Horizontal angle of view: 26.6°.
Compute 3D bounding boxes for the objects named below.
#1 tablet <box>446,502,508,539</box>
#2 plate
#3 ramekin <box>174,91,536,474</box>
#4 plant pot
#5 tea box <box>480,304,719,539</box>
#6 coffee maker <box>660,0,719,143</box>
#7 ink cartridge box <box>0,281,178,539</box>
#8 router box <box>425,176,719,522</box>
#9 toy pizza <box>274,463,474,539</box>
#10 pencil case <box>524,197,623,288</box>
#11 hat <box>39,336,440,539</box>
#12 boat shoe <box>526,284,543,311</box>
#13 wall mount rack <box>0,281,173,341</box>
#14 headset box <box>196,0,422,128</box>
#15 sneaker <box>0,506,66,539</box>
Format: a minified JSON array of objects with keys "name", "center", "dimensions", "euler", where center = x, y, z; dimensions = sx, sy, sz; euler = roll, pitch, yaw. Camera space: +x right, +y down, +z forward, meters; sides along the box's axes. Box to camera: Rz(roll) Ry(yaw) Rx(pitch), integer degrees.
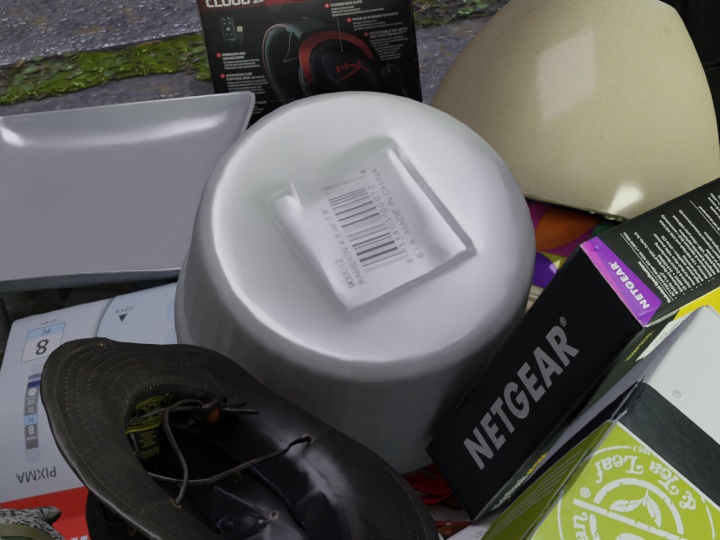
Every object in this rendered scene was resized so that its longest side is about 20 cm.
[{"name":"tablet","center":[0.093,0.134,0.740],"dimensions":[0.199,0.014,0.130],"euler":[-25,14,-33]},{"name":"plate","center":[-0.174,-0.045,0.992],"dimensions":[0.198,0.033,0.201],"euler":[-4,37,9]},{"name":"ramekin","center":[0.000,0.000,0.820],"dimensions":[0.199,0.098,0.202],"euler":[4,59,-6]},{"name":"plant pot","center":[0.141,-0.108,0.963],"dimensions":[0.199,0.136,0.200],"euler":[14,4,-1]},{"name":"tea box","center":[0.132,0.163,0.583],"dimensions":[0.200,0.134,0.197],"euler":[40,61,5]},{"name":"coffee maker","center":[0.245,-0.166,1.044],"dimensions":[0.134,0.201,0.192],"euler":[-33,42,-29]},{"name":"ink cartridge box","center":[-0.135,0.096,0.854],"dimensions":[0.159,0.047,0.201],"euler":[-12,42,14]},{"name":"router box","center":[0.131,0.034,0.743],"dimensions":[0.148,0.200,0.051],"euler":[-23,68,-31]},{"name":"toy pizza","center":[-0.011,0.136,0.829],"dimensions":[0.198,0.032,0.201],"euler":[-5,36,4]},{"name":"pencil case","center":[0.087,-0.005,0.957],"dimensions":[0.199,0.089,0.088],"euler":[12,40,27]},{"name":"hat","center":[-0.066,0.115,0.683],"dimensions":[0.200,0.081,0.201],"euler":[28,17,-9]},{"name":"boat shoe","center":[0.040,0.046,0.915],"dimensions":[0.198,0.074,0.063],"euler":[1,43,22]},{"name":"wall mount rack","center":[-0.141,-0.002,1.008],"dimensions":[0.172,0.075,0.201],"euler":[1,38,11]},{"name":"headset box","center":[-0.033,-0.158,1.089],"dimensions":[0.147,0.201,0.075],"euler":[-7,36,4]},{"name":"sneaker","center":[-0.126,0.154,0.659],"dimensions":[0.088,0.077,0.200],"euler":[-11,36,-36]}]
